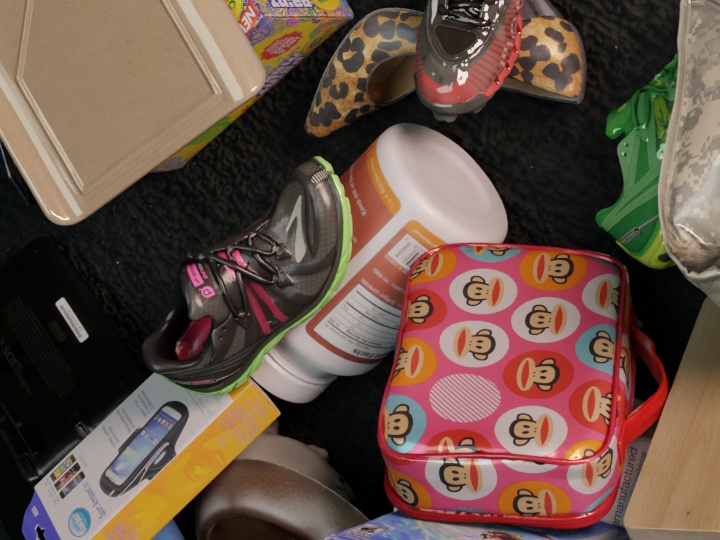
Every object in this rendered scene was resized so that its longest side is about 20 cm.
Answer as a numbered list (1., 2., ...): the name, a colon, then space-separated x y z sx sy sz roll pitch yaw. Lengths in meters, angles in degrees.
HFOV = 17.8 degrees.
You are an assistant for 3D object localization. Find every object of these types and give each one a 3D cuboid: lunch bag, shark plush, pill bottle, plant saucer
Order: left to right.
1. plant saucer: -0.044 0.220 1.641 0.200 0.032 0.201 25 141 22
2. shark plush: -0.045 0.165 1.699 0.199 0.091 0.084 12 124 14
3. pill bottle: 0.000 0.000 1.603 0.200 0.112 0.112 -45 71 28
4. lunch bag: 0.108 0.069 1.458 0.175 0.200 0.082 2 133 13
5. lunch bag: 0.256 -0.050 1.358 0.117 0.164 0.201 -4 64 34

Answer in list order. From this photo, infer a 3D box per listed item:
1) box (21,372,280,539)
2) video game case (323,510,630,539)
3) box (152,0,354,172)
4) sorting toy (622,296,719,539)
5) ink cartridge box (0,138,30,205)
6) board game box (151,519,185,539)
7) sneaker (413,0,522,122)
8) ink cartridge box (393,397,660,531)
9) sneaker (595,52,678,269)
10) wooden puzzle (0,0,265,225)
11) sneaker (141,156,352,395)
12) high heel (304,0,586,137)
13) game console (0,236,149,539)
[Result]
1. box: -0.156 0.138 1.650 0.200 0.041 0.119 -45 28 0
2. video game case: 0.105 0.188 1.411 0.199 0.181 0.046 13 101 30
3. box: -0.147 -0.204 1.675 0.200 0.122 0.193 -39 75 30
4. sorting toy: 0.285 0.106 1.391 0.198 0.200 0.070 -1 134 30
5. ink cartridge box: -0.299 -0.152 1.745 0.047 0.198 0.201 -11 86 -5
6. board game box: -0.175 0.268 1.754 0.152 0.037 0.200 57 140 16
7. sneaker: 0.079 -0.197 1.494 0.071 0.098 0.201 16 72 19
8. ink cartridge box: 0.130 0.149 1.548 0.199 0.084 0.146 20 105 30
9. sneaker: 0.201 -0.101 1.484 0.083 0.074 0.201 26 108 24
10. wooden puzzle: -0.181 -0.156 1.604 0.200 0.037 0.185 -32 86 25
11. sneaker: -0.076 0.009 1.537 0.200 0.084 0.077 -54 53 23
12. high heel: 0.057 -0.121 1.575 0.200 0.071 0.143 -42 66 20
13. game console: -0.248 0.106 1.800 0.176 0.116 0.200 -39 51 0
